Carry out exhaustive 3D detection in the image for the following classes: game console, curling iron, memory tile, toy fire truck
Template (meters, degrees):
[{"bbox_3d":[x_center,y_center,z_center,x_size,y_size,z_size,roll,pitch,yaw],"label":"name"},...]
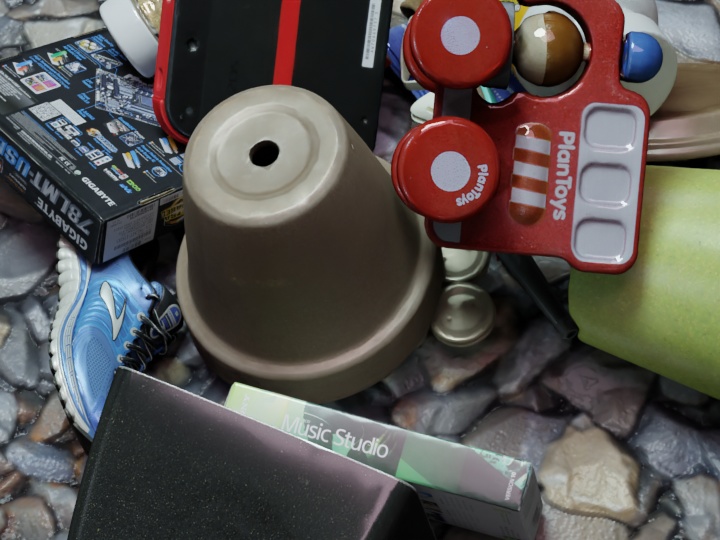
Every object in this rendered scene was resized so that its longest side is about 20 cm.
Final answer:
[{"bbox_3d":[-0.062,-0.189,1.201,0.175,0.202,0.031,3,12,-20],"label":"game console"},{"bbox_3d":[0.100,-0.018,1.209,0.049,0.026,0.200,-33,59,-12],"label":"curling iron"},{"bbox_3d":[0.000,0.000,1.194,0.198,0.017,0.155,-8,59,7],"label":"memory tile"},{"bbox_3d":[0.108,-0.105,1.036,0.166,0.112,0.202,6,93,-2],"label":"toy fire truck"}]

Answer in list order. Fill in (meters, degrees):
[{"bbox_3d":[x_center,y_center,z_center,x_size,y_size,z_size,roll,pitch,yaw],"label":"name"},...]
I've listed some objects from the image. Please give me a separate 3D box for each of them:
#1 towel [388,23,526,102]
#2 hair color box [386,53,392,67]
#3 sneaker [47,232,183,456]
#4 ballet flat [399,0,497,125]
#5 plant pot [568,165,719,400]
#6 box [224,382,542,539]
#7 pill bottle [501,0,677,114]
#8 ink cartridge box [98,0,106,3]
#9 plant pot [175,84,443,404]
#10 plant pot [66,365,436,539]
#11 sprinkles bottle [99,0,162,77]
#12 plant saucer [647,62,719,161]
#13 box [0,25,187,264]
[{"bbox_3d":[0.128,-0.186,1.325,0.199,0.024,0.145,-27,59,-14],"label":"towel"},{"bbox_3d":[-0.049,-0.251,1.330,0.061,0.101,0.201,-30,54,15],"label":"hair color box"},{"bbox_3d":[-0.174,0.045,1.155,0.088,0.079,0.202,-7,55,2],"label":"sneaker"},{"bbox_3d":[0.069,-0.152,1.263,0.072,0.068,0.201,-21,57,11],"label":"ballet flat"},{"bbox_3d":[0.250,0.007,1.097,0.183,0.201,0.201,15,57,28],"label":"plant pot"},{"bbox_3d":[0.018,0.128,1.041,0.198,0.144,0.037,13,74,12],"label":"box"},{"bbox_3d":[0.147,-0.189,1.158,0.112,0.113,0.201,-19,44,-9],"label":"pill bottle"},{"bbox_3d":[-0.154,-0.318,1.342,0.108,0.050,0.202,6,83,48],"label":"ink cartridge box"},{"bbox_3d":[-0.051,-0.032,1.112,0.198,0.175,0.202,-6,59,10],"label":"plant pot"},{"bbox_3d":[-0.079,0.202,0.982,0.198,0.200,0.179,20,72,17],"label":"plant pot"},{"bbox_3d":[-0.106,-0.233,1.242,0.199,0.068,0.069,-35,57,4],"label":"sprinkles bottle"},{"bbox_3d":[0.224,-0.124,1.206,0.198,0.030,0.200,-5,21,2],"label":"plant saucer"},{"bbox_3d":[-0.188,-0.109,1.242,0.200,0.050,0.198,39,43,25],"label":"box"}]
